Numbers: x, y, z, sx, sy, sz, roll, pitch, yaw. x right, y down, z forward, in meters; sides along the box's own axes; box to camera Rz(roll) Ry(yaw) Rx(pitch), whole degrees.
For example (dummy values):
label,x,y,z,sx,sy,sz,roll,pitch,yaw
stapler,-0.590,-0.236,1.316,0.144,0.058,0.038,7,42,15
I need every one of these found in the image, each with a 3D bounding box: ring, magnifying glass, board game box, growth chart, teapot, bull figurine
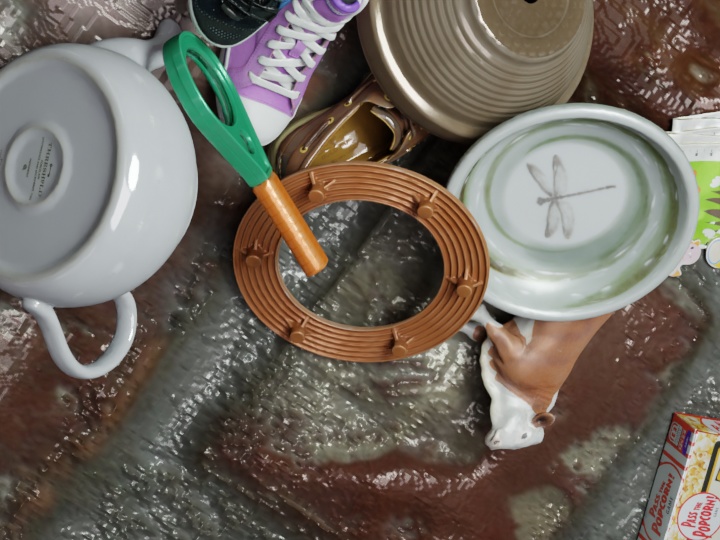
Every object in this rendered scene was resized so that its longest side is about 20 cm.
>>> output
label,x,y,z,sx,sy,sz,roll,pitch,yaw
ring,0.000,0.000,1.491,0.198,0.019,0.202,3,131,4
magnifying glass,-0.083,-0.083,1.412,0.022,0.080,0.201,-28,106,18
board game box,0.349,0.215,1.707,0.198,0.046,0.153,11,102,-20
growth chart,0.314,-0.074,1.628,0.198,0.018,0.146,-13,110,-13
teapot,-0.188,-0.058,1.399,0.200,0.198,0.146,-41,153,20
bull figurine,0.141,0.047,1.580,0.121,0.065,0.201,38,87,-17

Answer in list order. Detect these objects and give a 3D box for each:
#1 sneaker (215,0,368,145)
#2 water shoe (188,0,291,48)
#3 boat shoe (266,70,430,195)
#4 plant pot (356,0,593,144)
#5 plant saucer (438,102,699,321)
label,x,y,z,sx,sy,sz,roll,pitch,yaw
sneaker,-0.046,-0.179,1.428,0.072,0.114,0.202,16,101,-23
water shoe,-0.059,-0.222,1.339,0.071,0.079,0.200,32,123,-17
boat shoe,0.023,-0.117,1.492,0.199,0.068,0.072,-34,113,-6
plant pot,0.103,-0.198,1.449,0.199,0.092,0.203,1,87,-27
plant saucer,0.158,-0.053,1.489,0.198,0.050,0.202,-1,128,-1
